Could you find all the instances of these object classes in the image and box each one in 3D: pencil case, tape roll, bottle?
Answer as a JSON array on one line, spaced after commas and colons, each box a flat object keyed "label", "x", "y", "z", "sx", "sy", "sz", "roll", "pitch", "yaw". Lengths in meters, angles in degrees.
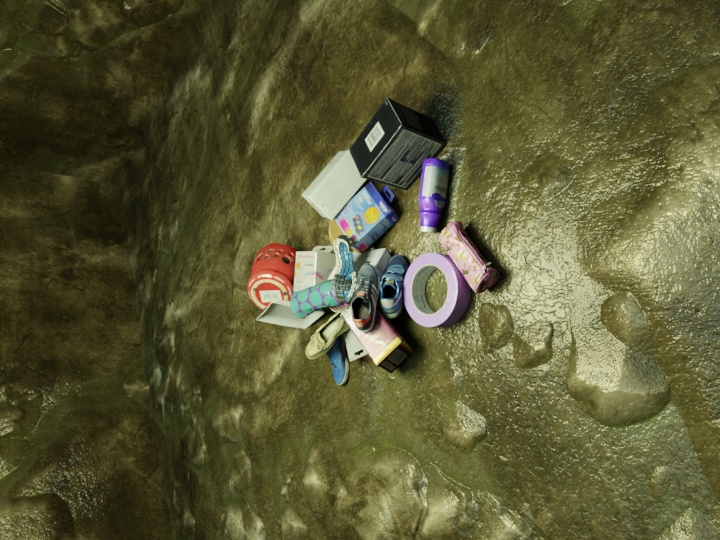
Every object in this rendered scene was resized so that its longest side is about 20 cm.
[{"label": "pencil case", "x": 0.284, "y": -0.037, "z": 1.383, "sx": 0.087, "sy": 0.081, "sz": 0.202, "roll": -52, "pitch": 51, "yaw": 29}, {"label": "tape roll", "x": 0.211, "y": 0.055, "z": 1.467, "sx": 0.197, "sy": 0.064, "sz": 0.207, "roll": -6, "pitch": 82, "yaw": 46}, {"label": "pencil case", "x": -0.129, "y": 0.090, "z": 1.660, "sx": 0.196, "sy": 0.084, "sz": 0.095, "roll": -21, "pitch": 89, "yaw": 34}, {"label": "bottle", "x": 0.205, "y": -0.211, "z": 1.486, "sx": 0.064, "sy": 0.082, "sz": 0.207, "roll": 9, "pitch": 92, "yaw": 46}]

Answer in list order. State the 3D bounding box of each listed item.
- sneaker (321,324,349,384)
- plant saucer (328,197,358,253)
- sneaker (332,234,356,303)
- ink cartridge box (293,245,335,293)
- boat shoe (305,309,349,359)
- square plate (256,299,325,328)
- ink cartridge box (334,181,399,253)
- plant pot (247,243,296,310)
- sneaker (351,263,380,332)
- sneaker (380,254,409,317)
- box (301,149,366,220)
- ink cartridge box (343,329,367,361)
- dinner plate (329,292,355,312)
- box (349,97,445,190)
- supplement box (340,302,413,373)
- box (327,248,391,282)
[{"label": "sneaker", "x": -0.100, "y": 0.281, "z": 1.753, "sx": 0.076, "sy": 0.109, "sz": 0.207, "roll": -8, "pitch": 80, "yaw": 46}, {"label": "plant saucer", "x": -0.038, "y": -0.152, "z": 1.748, "sx": 0.196, "sy": 0.035, "sz": 0.207, "roll": -10, "pitch": 73, "yaw": 33}, {"label": "sneaker", "x": -0.045, "y": 0.002, "z": 1.594, "sx": 0.072, "sy": 0.087, "sz": 0.207, "roll": 1, "pitch": 75, "yaw": 3}, {"label": "ink cartridge box", "x": -0.149, "y": 0.014, "z": 1.824, "sx": 0.127, "sy": 0.123, "sz": 0.207, "roll": 1, "pitch": 87, "yaw": 47}, {"label": "boat shoe", "x": -0.107, "y": 0.203, "z": 1.677, "sx": 0.199, "sy": 0.063, "sz": 0.074, "roll": -40, "pitch": 60, "yaw": 6}, {"label": "square plate", "x": -0.248, "y": 0.152, "z": 1.844, "sx": 0.198, "sy": 0.195, "sz": 0.029, "roll": -39, "pitch": 44, "yaw": 54}, {"label": "ink cartridge box", "x": 0.028, "y": -0.177, "z": 1.648, "sx": 0.199, "sy": 0.076, "sz": 0.138, "roll": -41, "pitch": 63, "yaw": 11}, {"label": "plant pot", "x": -0.309, "y": 0.031, "z": 1.900, "sx": 0.202, "sy": 0.198, "sz": 0.184, "roll": -51, "pitch": 15, "yaw": 31}, {"label": "sneaker", "x": 0.011, "y": 0.067, "z": 1.492, "sx": 0.073, "sy": 0.085, "sz": 0.206, "roll": -6, "pitch": 66, "yaw": 18}, {"label": "sneaker", "x": 0.100, "y": 0.033, "z": 1.542, "sx": 0.072, "sy": 0.083, "sz": 0.205, "roll": -2, "pitch": 57, "yaw": 20}, {"label": "box", "x": -0.080, "y": -0.279, "z": 1.698, "sx": 0.201, "sy": 0.106, "sz": 0.152, "roll": -48, "pitch": 18, "yaw": -2}, {"label": "ink cartridge box", "x": -0.007, "y": 0.183, "z": 1.707, "sx": 0.108, "sy": 0.049, "sz": 0.206, "roll": -29, "pitch": 66, "yaw": 41}, {"label": "dinner plate", "x": -0.018, "y": 0.062, "z": 1.682, "sx": 0.197, "sy": 0.024, "sz": 0.202, "roll": -28, "pitch": 31, "yaw": 18}, {"label": "box", "x": 0.106, "y": -0.361, "z": 1.527, "sx": 0.200, "sy": 0.195, "sz": 0.125, "roll": -46, "pitch": 53, "yaw": 33}, {"label": "supplement box", "x": 0.049, "y": 0.186, "z": 1.553, "sx": 0.103, "sy": 0.131, "sz": 0.201, "roll": -42, "pitch": 58, "yaw": 4}, {"label": "box", "x": 0.000, "y": 0.000, "z": 1.662, "sx": 0.196, "sy": 0.061, "sz": 0.118, "roll": -7, "pitch": 43, "yaw": 43}]
